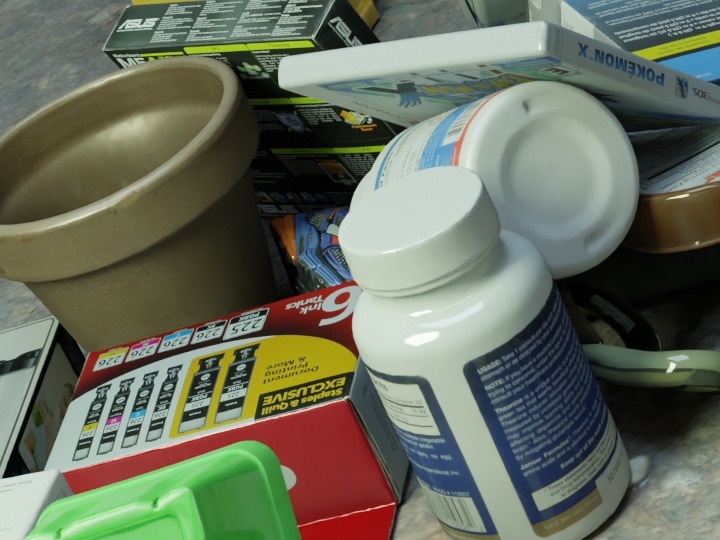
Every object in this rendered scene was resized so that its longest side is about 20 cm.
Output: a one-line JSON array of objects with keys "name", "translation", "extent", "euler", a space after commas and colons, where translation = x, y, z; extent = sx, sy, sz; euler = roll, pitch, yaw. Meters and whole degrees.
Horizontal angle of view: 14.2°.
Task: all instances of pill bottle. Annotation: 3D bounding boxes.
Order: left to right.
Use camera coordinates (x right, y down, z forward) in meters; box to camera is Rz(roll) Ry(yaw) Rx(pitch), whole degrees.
[{"name": "pill bottle", "translation": [0.062, 0.048, 1.552], "extent": [0.111, 0.200, 0.111], "euler": [-19, 27, 10]}, {"name": "pill bottle", "translation": [0.069, -0.040, 1.680], "extent": [0.112, 0.112, 0.200], "euler": [-37, 8, -22]}]

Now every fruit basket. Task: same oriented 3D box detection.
[{"name": "fruit basket", "translation": [-0.066, 0.194, 1.457], "extent": [0.155, 0.216, 0.216], "euler": [-18, 27, 12]}]

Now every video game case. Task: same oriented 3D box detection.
[{"name": "video game case", "translation": [0.085, -0.105, 1.686], "extent": [0.200, 0.182, 0.022], "euler": [-5, 77, 42]}]

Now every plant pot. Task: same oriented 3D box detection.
[{"name": "plant pot", "translation": [-0.137, -0.013, 1.863], "extent": [0.200, 0.175, 0.200], "euler": [-20, 27, 10]}]

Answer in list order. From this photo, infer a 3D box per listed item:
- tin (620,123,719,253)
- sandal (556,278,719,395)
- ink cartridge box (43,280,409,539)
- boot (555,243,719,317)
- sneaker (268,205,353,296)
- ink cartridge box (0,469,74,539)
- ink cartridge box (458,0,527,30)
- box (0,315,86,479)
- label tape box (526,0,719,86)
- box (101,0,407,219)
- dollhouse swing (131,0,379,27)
[{"name": "tin", "translation": [0.181, -0.055, 1.695], "extent": [0.112, 0.042, 0.200], "euler": [-31, 19, -17]}, {"name": "sandal", "translation": [0.135, 0.035, 1.641], "extent": [0.201, 0.057, 0.080], "euler": [6, 3, 43]}, {"name": "ink cartridge box", "translation": [-0.074, 0.103, 1.701], "extent": [0.200, 0.084, 0.176], "euler": [-16, 29, 18]}, {"name": "boot", "translation": [0.185, -0.004, 1.688], "extent": [0.200, 0.073, 0.182], "euler": [-8, 18, 20]}, {"name": "sneaker", "translation": [0.000, 0.000, 1.840], "extent": [0.078, 0.075, 0.200], "euler": [-24, 28, -5]}, {"name": "ink cartridge box", "translation": [-0.190, 0.224, 1.513], "extent": [0.084, 0.145, 0.200], "euler": [-13, 29, 22]}, {"name": "ink cartridge box", "translation": [0.135, -0.226, 1.984], "extent": [0.146, 0.200, 0.083], "euler": [-24, 68, 0]}, {"name": "box", "translation": [-0.248, 0.117, 1.851], "extent": [0.117, 0.060, 0.200], "euler": [-16, 28, 18]}, {"name": "label tape box", "translation": [0.215, -0.145, 1.871], "extent": [0.144, 0.063, 0.200], "euler": [-15, 33, -20]}, {"name": "box", "translation": [-0.043, -0.106, 1.929], "extent": [0.200, 0.193, 0.048], "euler": [1, 52, 43]}, {"name": "dollhouse swing", "translation": [-0.085, -0.271, 2.256], "extent": [0.182, 0.200, 0.176], "euler": [-19, 28, 13]}]
